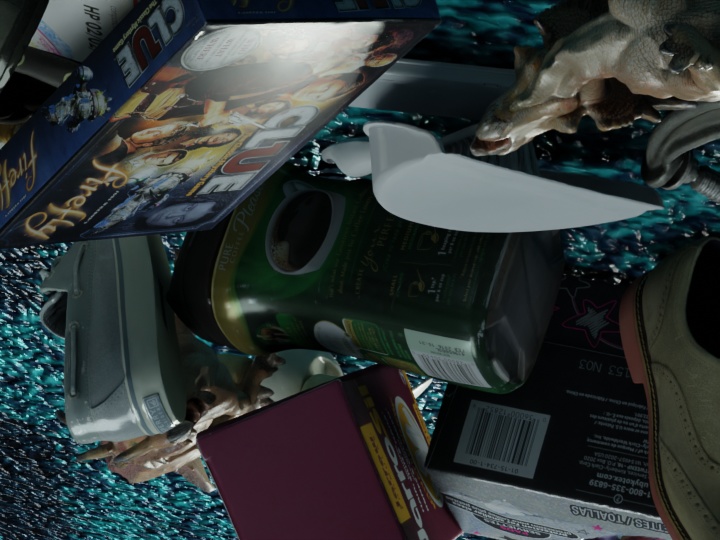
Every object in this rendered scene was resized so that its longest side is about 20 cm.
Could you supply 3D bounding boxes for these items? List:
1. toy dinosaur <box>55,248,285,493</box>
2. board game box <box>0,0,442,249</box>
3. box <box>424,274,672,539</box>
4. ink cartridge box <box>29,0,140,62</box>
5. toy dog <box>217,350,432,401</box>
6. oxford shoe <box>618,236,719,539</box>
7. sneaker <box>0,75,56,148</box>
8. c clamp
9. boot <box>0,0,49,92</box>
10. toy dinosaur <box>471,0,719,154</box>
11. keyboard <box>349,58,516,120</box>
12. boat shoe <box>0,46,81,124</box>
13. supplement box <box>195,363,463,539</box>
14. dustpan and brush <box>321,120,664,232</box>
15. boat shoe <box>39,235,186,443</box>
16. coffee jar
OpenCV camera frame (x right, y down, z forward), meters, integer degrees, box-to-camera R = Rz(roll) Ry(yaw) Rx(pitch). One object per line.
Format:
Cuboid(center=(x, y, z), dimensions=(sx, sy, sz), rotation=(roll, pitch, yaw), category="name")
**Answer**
Cuboid(center=(-0.116, 0.084, 1.541), dimensions=(0.086, 0.136, 0.200), rotation=(34, 149, 11), category="toy dinosaur")
Cuboid(center=(-0.073, -0.074, 1.224), dimensions=(0.135, 0.035, 0.200), rotation=(-6, 157, -40), category="board game box")
Cuboid(center=(0.154, 0.091, 1.484), dimensions=(0.199, 0.133, 0.115), rotation=(10, 160, 19), category="box")
Cuboid(center=(-0.123, -0.145, 1.218), dimensions=(0.199, 0.068, 0.115), rotation=(17, 161, 4), category="ink cartridge box")
Cuboid(center=(-0.024, 0.070, 1.688), dimensions=(0.131, 0.097, 0.200), rotation=(14, 174, 4), category="toy dog")
Cuboid(center=(0.184, 0.079, 1.361), dimensions=(0.070, 0.201, 0.075), rotation=(-9, 157, -25), category="oxford shoe")
Cuboid(center=(-0.195, -0.071, 1.461), dimensions=(0.199, 0.076, 0.088), rotation=(10, 158, 25), category="sneaker")
Cuboid(center=(0.210, -0.027, 1.288), dimensions=(0.200, 0.027, 0.171), rotation=(29, 157, -28), category="c clamp")
Cuboid(center=(-0.228, -0.115, 1.205), dimensions=(0.130, 0.068, 0.200), rotation=(35, 156, -23), category="boot")
Cuboid(center=(0.146, -0.094, 1.087), dimensions=(0.199, 0.086, 0.136), rotation=(4, 164, 5), category="toy dinosaur")
Cuboid(center=(-0.021, -0.092, 1.296), dimensions=(0.199, 0.011, 0.056), rotation=(6, 165, -1), category="keyboard")
Cuboid(center=(-0.176, -0.105, 1.376), dimensions=(0.201, 0.061, 0.072), rotation=(9, 156, 24), category="boat shoe")
Cuboid(center=(-0.011, 0.117, 1.481), dimensions=(0.085, 0.111, 0.200), rotation=(-23, 177, 9), category="supplement box")
Cuboid(center=(0.039, -0.052, 1.339), dimensions=(0.139, 0.057, 0.200), rotation=(12, 164, -34), category="dustpan and brush")
Cuboid(center=(-0.140, 0.013, 1.464), dimensions=(0.071, 0.201, 0.070), rotation=(-16, 133, 4), category="boat shoe")
Cuboid(center=(0.000, 0.000, 1.431), dimensions=(0.199, 0.105, 0.085), rotation=(8, 155, 28), category="coffee jar")
